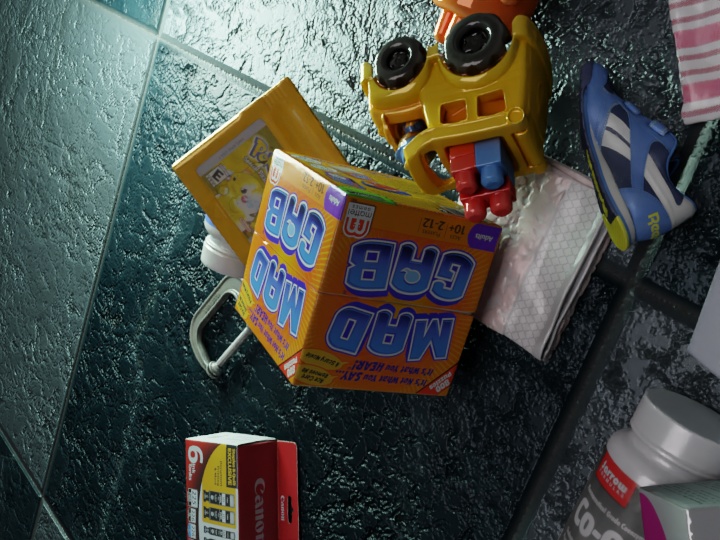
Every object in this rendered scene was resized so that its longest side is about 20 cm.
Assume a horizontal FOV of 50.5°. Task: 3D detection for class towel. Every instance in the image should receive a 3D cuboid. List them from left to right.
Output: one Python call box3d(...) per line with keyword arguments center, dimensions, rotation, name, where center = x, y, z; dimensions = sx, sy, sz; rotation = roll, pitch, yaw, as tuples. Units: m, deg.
box3d(center=(0.173, -0.030, 0.852), dimensions=(0.190, 0.032, 0.203), rotation=(35, 111, 38), name="towel")
box3d(center=(0.352, -0.245, 0.692), dimensions=(0.145, 0.030, 0.204), rotation=(-9, 83, 43), name="towel")

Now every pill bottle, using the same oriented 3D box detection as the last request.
box3d(center=(-0.163, -0.098, 1.112), dimensions=(0.113, 0.113, 0.203), rotation=(30, 108, 39), name="pill bottle")
box3d(center=(0.263, 0.220, 0.703), dimensions=(0.113, 0.113, 0.203), rotation=(34, 111, 38), name="pill bottle")

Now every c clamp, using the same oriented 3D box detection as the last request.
box3d(center=(-0.207, 0.100, 1.206), dimensions=(0.200, 0.027, 0.173), rotation=(-40, 63, 34), name="c clamp")

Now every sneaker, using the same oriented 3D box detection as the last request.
box3d(center=(0.262, -0.119, 0.745), dimensions=(0.081, 0.074, 0.203), rotation=(-15, 67, 13), name="sneaker")

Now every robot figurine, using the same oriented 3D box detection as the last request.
box3d(center=(0.149, -0.333, 0.827), dimensions=(0.116, 0.143, 0.202), rotation=(29, 110, 16), name="robot figurine")

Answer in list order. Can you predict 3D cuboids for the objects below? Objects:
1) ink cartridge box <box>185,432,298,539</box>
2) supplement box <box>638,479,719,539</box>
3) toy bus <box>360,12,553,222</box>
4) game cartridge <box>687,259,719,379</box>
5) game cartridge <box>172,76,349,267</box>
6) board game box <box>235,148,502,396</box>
box3d(center=(-0.177, 0.351, 1.130), dimensions=(0.174, 0.083, 0.204), rotation=(-7, 83, 42), name="ink cartridge box")
box3d(center=(0.329, 0.214, 0.580), dimensions=(0.196, 0.103, 0.103), rotation=(-4, 84, -1), name="supplement box")
box3d(center=(0.101, -0.143, 0.804), dimensions=(0.197, 0.136, 0.195), rotation=(-7, 65, 25), name="toy bus")
box3d(center=(0.389, 0.063, 0.644), dimensions=(0.199, 0.041, 0.135), rotation=(27, 111, 40), name="game cartridge")
box3d(center=(-0.125, -0.128, 1.029), dimensions=(0.199, 0.032, 0.177), rotation=(-35, 101, 11), name="game cartridge")
box3d(center=(0.000, 0.000, 0.865), dimensions=(0.200, 0.197, 0.203), rotation=(39, 116, 56), name="board game box")
